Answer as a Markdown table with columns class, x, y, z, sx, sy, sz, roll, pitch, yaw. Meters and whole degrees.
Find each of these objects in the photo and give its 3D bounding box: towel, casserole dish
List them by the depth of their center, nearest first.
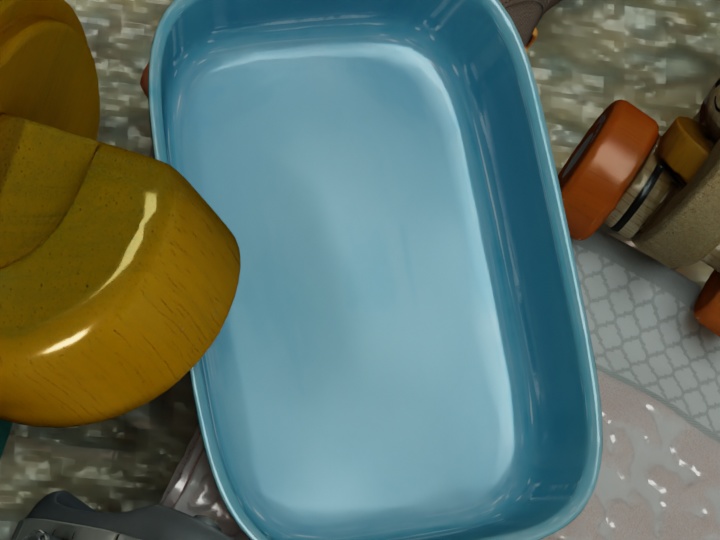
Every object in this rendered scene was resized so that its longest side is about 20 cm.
| class | x | y | z | sx | sy | sz | roll | pitch | yaw |
| --- | --- | --- | --- | --- | --- | --- | --- | --- | --- |
| casserole dish | 0.000 | 0.000 | 0.804 | 0.121 | 0.039 | 0.200 | -6 | 76 | -19 |
| towel | 0.055 | 0.057 | 0.871 | 0.200 | 0.032 | 0.191 | 30 | 49 | -7 |

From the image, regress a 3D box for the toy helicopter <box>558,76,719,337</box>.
| class | x | y | z | sx | sy | sz | roll | pitch | yaw |
| --- | --- | --- | --- | --- | --- | --- | --- | --- | --- |
| toy helicopter | 0.145 | -0.080 | 0.915 | 0.079 | 0.132 | 0.200 | 34 | 44 | -2 |

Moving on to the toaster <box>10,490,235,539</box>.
| class | x | y | z | sx | sy | sz | roll | pitch | yaw |
| --- | --- | --- | --- | --- | --- | --- | --- | --- | --- |
| toaster | -0.040 | 0.162 | 0.796 | 0.200 | 0.114 | 0.129 | 38 | 71 | -29 |

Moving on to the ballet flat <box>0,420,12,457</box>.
| class | x | y | z | sx | sy | sz | roll | pitch | yaw |
| --- | --- | --- | --- | --- | --- | --- | --- | --- | --- |
| ballet flat | -0.157 | 0.117 | 0.805 | 0.068 | 0.068 | 0.200 | 14 | 77 | 2 |

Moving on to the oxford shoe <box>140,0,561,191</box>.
| class | x | y | z | sx | sy | sz | roll | pitch | yaw |
| --- | --- | --- | --- | --- | --- | --- | --- | --- | --- |
| oxford shoe | 0.029 | -0.073 | 0.892 | 0.200 | 0.071 | 0.073 | -28 | 76 | -24 |

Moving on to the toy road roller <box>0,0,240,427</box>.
| class | x | y | z | sx | sy | sz | roll | pitch | yaw |
| --- | --- | --- | --- | --- | --- | --- | --- | --- | --- |
| toy road roller | -0.121 | 0.018 | 0.727 | 0.146 | 0.123 | 0.200 | 17 | 79 | 15 |
